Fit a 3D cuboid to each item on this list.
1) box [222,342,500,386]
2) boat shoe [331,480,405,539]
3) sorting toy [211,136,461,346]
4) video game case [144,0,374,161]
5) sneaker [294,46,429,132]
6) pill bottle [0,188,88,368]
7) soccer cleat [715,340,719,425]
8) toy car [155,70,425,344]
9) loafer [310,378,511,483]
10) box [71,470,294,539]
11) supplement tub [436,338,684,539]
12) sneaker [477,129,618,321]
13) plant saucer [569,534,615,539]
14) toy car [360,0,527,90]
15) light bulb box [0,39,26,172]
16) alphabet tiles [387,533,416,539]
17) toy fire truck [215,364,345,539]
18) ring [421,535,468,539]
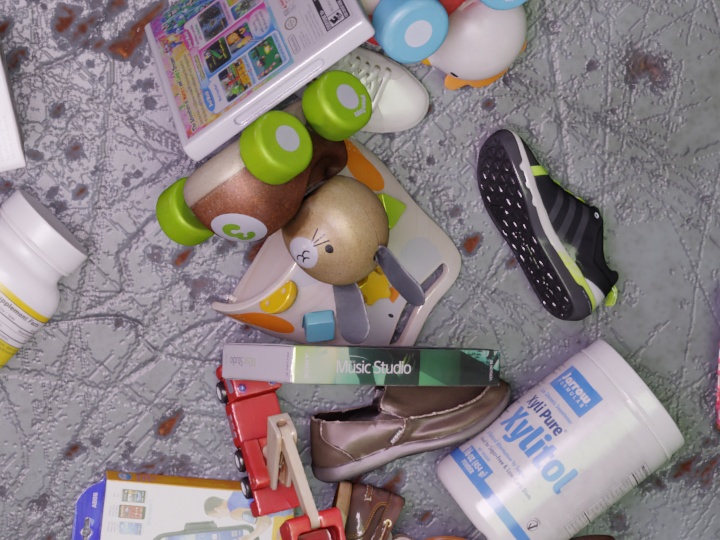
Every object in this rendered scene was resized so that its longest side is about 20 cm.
[{"bbox_3d":[-0.001,0.080,1.612,0.200,0.144,0.036,1,88,-28],"label":"box"},{"bbox_3d":[-0.011,0.296,1.733,0.070,0.070,0.200,15,97,-6],"label":"boat shoe"},{"bbox_3d":[0.000,0.000,1.694,0.180,0.107,0.200,29,95,-33],"label":"sorting toy"},{"bbox_3d":[-0.089,-0.201,1.561,0.182,0.200,0.024,-35,130,11],"label":"video game case"},{"bbox_3d":[-0.027,-0.170,1.649,0.200,0.085,0.073,20,95,-15],"label":"sneaker"},{"bbox_3d":[-0.335,0.029,1.616,0.200,0.112,0.112,-45,105,0],"label":"pill bottle"},{"bbox_3d":[0.368,0.113,1.786,0.073,0.068,0.200,-20,106,-2],"label":"soccer cleat"},{"bbox_3d":[-0.038,-0.032,1.536,0.200,0.164,0.158,54,48,-4],"label":"toy car"},{"bbox_3d":[0.043,0.131,1.724,0.200,0.073,0.071,-21,103,-6],"label":"loafer"},{"bbox_3d":[-0.165,0.251,1.723,0.200,0.041,0.119,5,97,-12],"label":"box"},{"bbox_3d":[0.183,0.172,1.729,0.200,0.132,0.132,-39,105,-1],"label":"supplement tub"},{"bbox_3d":[0.177,-0.048,1.730,0.083,0.072,0.200,-34,107,-27],"label":"sneaker"},{"bbox_3d":[0.163,0.319,1.721,0.037,0.200,0.200,34,93,-4],"label":"plant saucer"},{"bbox_3d":[0.075,-0.222,1.638,0.177,0.184,0.200,-30,133,-3],"label":"toy car"},{"bbox_3d":[-0.385,-0.130,1.532,0.200,0.198,0.125,-13,101,-9],"label":"light bulb box"},{"bbox_3d":[-0.015,0.334,1.784,0.195,0.015,0.200,29,94,-14],"label":"alphabet tiles"},{"bbox_3d":[-0.073,0.164,1.650,0.049,0.141,0.200,-13,83,-18],"label":"toy fire truck"},{"bbox_3d":[0.059,0.344,1.753,0.200,0.019,0.201,-14,116,-32],"label":"ring"}]
